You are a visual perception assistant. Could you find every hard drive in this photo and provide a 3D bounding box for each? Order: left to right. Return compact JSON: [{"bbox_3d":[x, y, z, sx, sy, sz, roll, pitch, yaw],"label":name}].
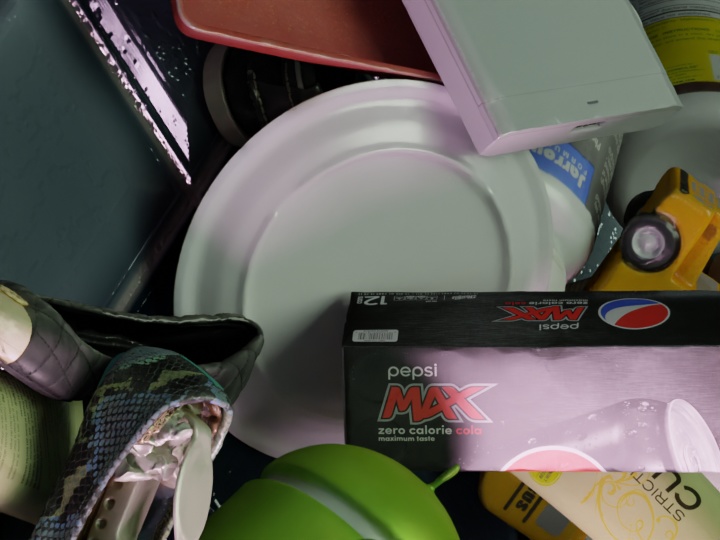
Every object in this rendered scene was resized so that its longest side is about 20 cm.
[{"bbox_3d":[0.066,-0.154,1.423,0.132,0.026,0.200,-11,70,-42],"label":"hard drive"}]

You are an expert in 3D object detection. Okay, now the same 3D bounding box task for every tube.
[{"bbox_3d":[-0.174,0.065,1.210,0.200,0.052,0.058,23,95,-54],"label":"tube"},{"bbox_3d":[0.143,0.119,1.402,0.058,0.052,0.200,-32,65,-30],"label":"tube"}]

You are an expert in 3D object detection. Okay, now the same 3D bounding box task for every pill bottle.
[{"bbox_3d":[0.077,-0.058,1.531,0.114,0.114,0.200,48,46,-37],"label":"pill bottle"},{"bbox_3d":[0.185,-0.107,1.667,0.109,0.109,0.200,54,21,-33],"label":"pill bottle"}]

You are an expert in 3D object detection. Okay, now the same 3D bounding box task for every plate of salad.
[{"bbox_3d":[0.000,0.000,1.405,0.200,0.048,0.200,-10,116,-22],"label":"plate of salad"}]

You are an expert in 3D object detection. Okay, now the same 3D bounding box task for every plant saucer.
[{"bbox_3d":[-0.025,-0.175,1.409,0.200,0.037,0.200,9,57,-34],"label":"plant saucer"}]

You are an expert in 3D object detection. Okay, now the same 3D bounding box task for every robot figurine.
[{"bbox_3d":[-0.035,0.159,1.292,0.116,0.175,0.200,49,65,-7],"label":"robot figurine"}]

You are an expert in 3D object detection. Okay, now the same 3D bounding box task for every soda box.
[{"bbox_3d":[0.092,0.052,1.357,0.063,0.200,0.071,-79,168,-66],"label":"soda box"}]

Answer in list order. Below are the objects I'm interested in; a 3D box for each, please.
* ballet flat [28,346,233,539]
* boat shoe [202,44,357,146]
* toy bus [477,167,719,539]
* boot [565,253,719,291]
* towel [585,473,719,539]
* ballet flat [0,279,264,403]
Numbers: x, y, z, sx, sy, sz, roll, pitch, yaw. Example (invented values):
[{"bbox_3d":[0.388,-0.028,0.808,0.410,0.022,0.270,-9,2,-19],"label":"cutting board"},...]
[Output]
[{"bbox_3d":[-0.108,0.128,1.213,0.074,0.074,0.200,27,81,-49],"label":"ballet flat"},{"bbox_3d":[-0.009,-0.135,1.472,0.072,0.068,0.200,58,39,-26],"label":"boat shoe"},{"bbox_3d":[0.134,0.047,1.524,0.078,0.200,0.065,34,15,-1],"label":"toy bus"},{"bbox_3d":[0.190,0.088,1.613,0.077,0.155,0.200,4,77,-64],"label":"boot"},{"bbox_3d":[0.181,0.103,1.566,0.023,0.200,0.153,-19,97,-73],"label":"towel"},{"bbox_3d":[-0.115,0.026,1.275,0.057,0.066,0.200,-53,150,12],"label":"ballet flat"}]
